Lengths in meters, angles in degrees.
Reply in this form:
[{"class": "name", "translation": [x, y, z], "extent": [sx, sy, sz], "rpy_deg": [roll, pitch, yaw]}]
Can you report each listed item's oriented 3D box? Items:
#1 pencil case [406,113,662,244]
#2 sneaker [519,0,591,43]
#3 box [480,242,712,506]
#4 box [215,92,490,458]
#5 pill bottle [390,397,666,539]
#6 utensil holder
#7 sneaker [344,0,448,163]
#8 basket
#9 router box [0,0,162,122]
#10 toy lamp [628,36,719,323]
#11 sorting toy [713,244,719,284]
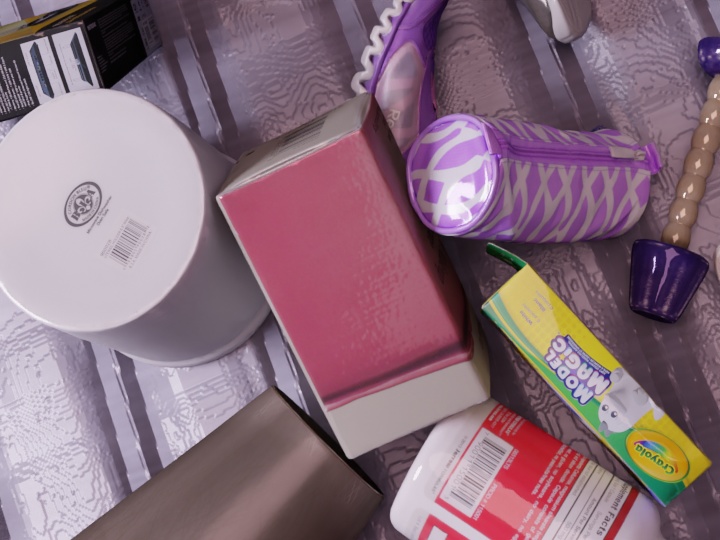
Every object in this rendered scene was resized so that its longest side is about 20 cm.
[{"class": "pencil case", "translation": [0.121, -0.061, 0.925], "extent": [0.085, 0.199, 0.085], "rpy_deg": [-25, 76, 42]}, {"class": "sneaker", "translation": [0.103, -0.248, 1.030], "extent": [0.082, 0.077, 0.202], "rpy_deg": [-33, 75, 31]}, {"class": "box", "translation": [0.145, 0.065, 0.927], "extent": [0.048, 0.117, 0.200], "rpy_deg": [-41, 84, 2]}, {"class": "box", "translation": [0.000, 0.000, 0.929], "extent": [0.108, 0.128, 0.202], "rpy_deg": [-24, 105, 10]}, {"class": "pill bottle", "translation": [0.128, 0.177, 0.928], "extent": [0.199, 0.112, 0.113], "rpy_deg": [32, 88, 13]}, {"class": "utensil holder", "translation": [-0.156, -0.025, 0.964], "extent": [0.168, 0.200, 0.172], "rpy_deg": [-2, 81, 10]}, {"class": "sneaker", "translation": [0.031, -0.113, 1.011], "extent": [0.088, 0.080, 0.202], "rpy_deg": [22, 92, 8]}, {"class": "basket", "translation": [-0.091, 0.190, 0.959], "extent": [0.180, 0.136, 0.200], "rpy_deg": [43, 87, 11]}, {"class": "router box", "translation": [-0.242, -0.152, 1.000], "extent": [0.155, 0.200, 0.053], "rpy_deg": [-15, 107, 7]}, {"class": "toy lamp", "translation": [0.236, -0.063, 0.973], "extent": [0.058, 0.058, 0.202], "rpy_deg": [16, 85, 12]}, {"class": "sorting toy", "translation": [0.336, 0.029, 0.926], "extent": [0.178, 0.107, 0.203], "rpy_deg": [-9, 80, 16]}]
